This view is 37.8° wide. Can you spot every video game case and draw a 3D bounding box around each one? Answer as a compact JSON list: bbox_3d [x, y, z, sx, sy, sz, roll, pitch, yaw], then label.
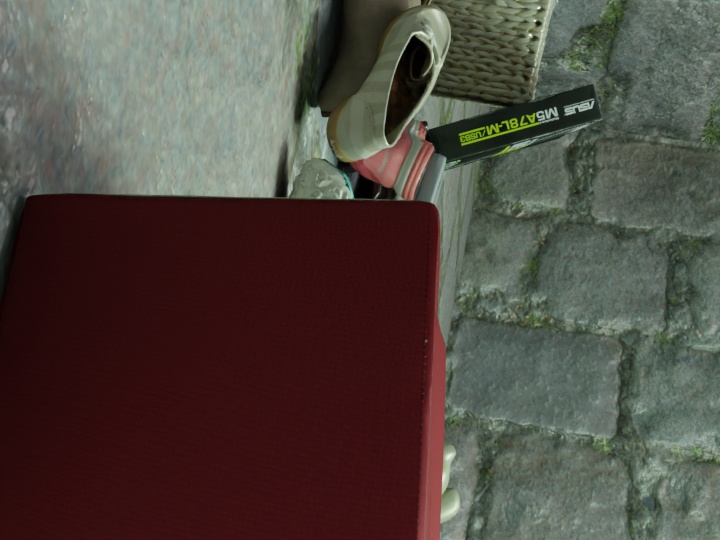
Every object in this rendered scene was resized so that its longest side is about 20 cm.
[{"bbox_3d":[0.047,0.006,1.107,0.183,0.022,0.202,93,14,-66],"label":"video game case"}]

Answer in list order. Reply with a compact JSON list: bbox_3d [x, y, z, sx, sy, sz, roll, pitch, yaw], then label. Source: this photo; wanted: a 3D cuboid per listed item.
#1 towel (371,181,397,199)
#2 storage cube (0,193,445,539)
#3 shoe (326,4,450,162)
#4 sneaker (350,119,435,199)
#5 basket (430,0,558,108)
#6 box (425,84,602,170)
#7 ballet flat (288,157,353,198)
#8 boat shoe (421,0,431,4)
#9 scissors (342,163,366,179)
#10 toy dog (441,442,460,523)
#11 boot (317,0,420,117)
[{"bbox_3d":[0.029,-0.087,1.284,0.201,0.034,0.134,-74,177,-49],"label":"towel"},{"bbox_3d":[-0.053,0.085,0.453,0.171,0.197,0.182,76,18,-66],"label":"storage cube"},{"bbox_3d":[0.039,-0.164,0.903,0.070,0.053,0.201,55,48,-29],"label":"shoe"},{"bbox_3d":[0.023,-0.133,1.091,0.200,0.086,0.075,-105,-142,-76],"label":"sneaker"},{"bbox_3d":[0.136,-0.291,1.296,0.200,0.195,0.163,-33,133,-79],"label":"basket"},{"bbox_3d":[0.161,-0.158,1.216,0.200,0.190,0.048,-161,-123,-87],"label":"box"},{"bbox_3d":[-0.041,0.009,0.870,0.072,0.071,0.202,-68,164,-55],"label":"ballet flat"},{"bbox_3d":[0.045,-0.260,1.143,0.074,0.068,0.202,81,20,-63],"label":"boat shoe"},{"bbox_3d":[0.002,-0.116,1.176,0.201,0.014,0.074,-69,166,-61],"label":"scissors"},{"bbox_3d":[0.030,0.264,1.379,0.141,0.192,0.201,61,-7,29],"label":"toy dog"},{"bbox_3d":[0.004,-0.231,0.959,0.200,0.069,0.148,-48,137,-62],"label":"boot"}]
